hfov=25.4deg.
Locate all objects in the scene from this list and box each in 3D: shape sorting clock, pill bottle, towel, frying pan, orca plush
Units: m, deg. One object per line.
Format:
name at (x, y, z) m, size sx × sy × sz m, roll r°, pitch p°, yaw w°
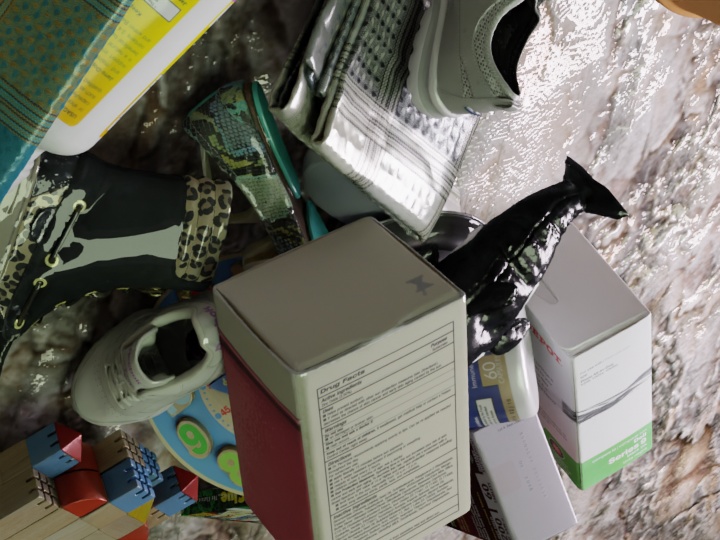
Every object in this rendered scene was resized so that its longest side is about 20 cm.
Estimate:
shape sorting clock at (-0.068, 0.080, 1.180) m, size 0.200 × 0.200 × 0.039 m, roll -53°, pitch -178°, yaw 20°
pill bottle at (0.032, 0.074, 1.242) m, size 0.199 × 0.111 × 0.111 m, roll -10°, pitch 143°, yaw 10°
towel at (-0.210, -0.134, 0.859) m, size 0.200 × 0.147 × 0.022 m, roll -52°, pitch 172°, yaw 16°
frying pan at (0.004, -0.008, 1.174) m, size 0.190 × 0.031 × 0.115 m, roll -6°, pitch 155°, yaw -12°
pill bottle at (-0.161, -0.138, 0.914) m, size 0.200 × 0.104 × 0.104 m, roll -44°, pitch 142°, yaw 8°
towel at (0.033, -0.140, 1.057) m, size 0.200 × 0.034 × 0.193 m, roll 37°, pitch 73°, yaw -51°
orca plush at (0.107, 0.014, 1.125) m, size 0.200 × 0.071 × 0.105 m, roll -33°, pitch 112°, yaw -5°

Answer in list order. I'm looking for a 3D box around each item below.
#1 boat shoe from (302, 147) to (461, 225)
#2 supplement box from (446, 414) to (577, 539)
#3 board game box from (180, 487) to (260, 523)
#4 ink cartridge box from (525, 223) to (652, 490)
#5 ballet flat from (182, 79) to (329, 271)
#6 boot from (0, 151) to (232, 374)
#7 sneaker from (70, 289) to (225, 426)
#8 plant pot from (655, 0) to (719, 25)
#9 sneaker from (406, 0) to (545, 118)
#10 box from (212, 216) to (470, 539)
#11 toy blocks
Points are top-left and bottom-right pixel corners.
boat shoe at (0.022, -0.068, 1.172) m, size 0.071 × 0.070 × 0.200 m, roll -7°, pitch 158°, yaw 31°
supplement box at (0.099, 0.164, 1.348) m, size 0.061 × 0.200 × 0.109 m, roll -23°, pitch 96°, yaw -17°
board game box at (-0.048, 0.205, 1.385) m, size 0.105 × 0.024 × 0.200 m, roll -19°, pitch 157°, yaw 39°
ink cartridge box at (0.177, 0.068, 1.367) m, size 0.084 × 0.146 × 0.200 m, roll -27°, pitch 142°, yaw -12°
ballet flat at (-0.062, -0.035, 1.094) m, size 0.074 × 0.074 × 0.200 m, roll -29°, pitch 112°, yaw -11°
boot at (-0.179, 0.010, 1.047) m, size 0.153 × 0.074 × 0.204 m, roll 9°, pitch 122°, yaw -21°
sneaker at (-0.147, 0.058, 1.108) m, size 0.200 × 0.075 × 0.100 m, roll -28°, pitch 172°, yaw 36°
plant pot at (0.301, -0.249, 1.144) m, size 0.200 × 0.140 × 0.200 m, roll -21°, pitch 139°, yaw -20°
sneaker at (0.093, -0.193, 1.034) m, size 0.075 × 0.082 × 0.201 m, roll 5°, pitch 95°, yaw -56°
box at (-0.009, 0.088, 1.055) m, size 0.128 × 0.109 × 0.200 m, roll -25°, pitch 133°, yaw -24°
toy blocks at (-0.206, 0.174, 1.186) m, size 0.137 × 0.100 × 0.200 m, roll -31°, pitch 144°, yaw 10°
